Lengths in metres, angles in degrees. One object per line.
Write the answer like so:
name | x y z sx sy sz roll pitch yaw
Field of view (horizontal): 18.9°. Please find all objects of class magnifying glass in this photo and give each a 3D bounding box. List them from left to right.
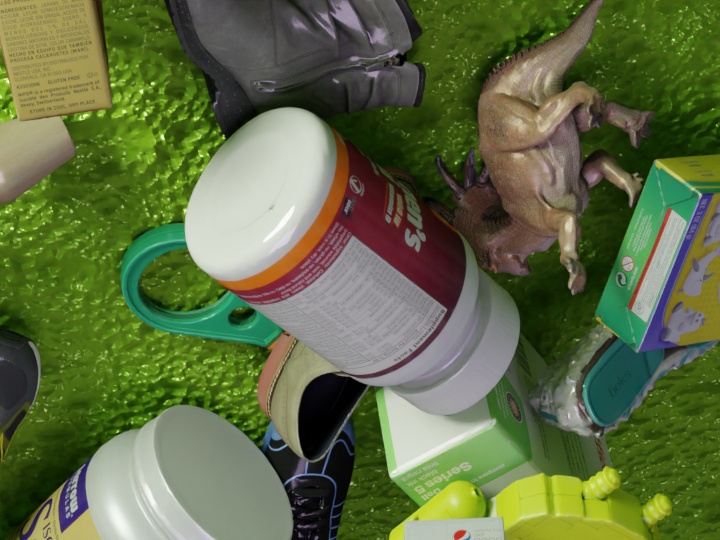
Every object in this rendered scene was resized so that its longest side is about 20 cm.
magnifying glass | -0.071 0.030 1.413 0.199 0.022 0.080 32 118 -31

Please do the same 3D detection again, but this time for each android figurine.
android figurine | 0.111 0.188 1.376 0.181 0.041 0.200 27 130 -28

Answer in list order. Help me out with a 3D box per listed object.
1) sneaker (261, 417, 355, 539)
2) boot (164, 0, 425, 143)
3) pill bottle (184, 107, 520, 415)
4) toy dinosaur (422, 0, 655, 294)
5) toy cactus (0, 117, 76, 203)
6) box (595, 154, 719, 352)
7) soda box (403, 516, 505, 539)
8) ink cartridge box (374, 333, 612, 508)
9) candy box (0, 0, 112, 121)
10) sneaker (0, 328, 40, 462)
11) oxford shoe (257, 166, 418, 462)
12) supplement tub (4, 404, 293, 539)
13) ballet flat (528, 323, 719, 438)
sneaker | -0.041 0.179 1.513 0.070 0.078 0.201 2 132 -13
boot | -0.040 -0.152 1.230 0.130 0.068 0.200 -21 140 2
pill bottle | 0.000 0.000 1.266 0.109 0.110 0.200 -36 130 21
toy dinosaur | 0.099 -0.071 1.320 0.086 0.135 0.201 -24 123 -47
toy cactus | -0.249 -0.048 1.272 0.164 0.102 0.201 -27 132 -12
box | 0.247 -0.016 1.363 0.199 0.048 0.118 -9 127 -41
soda box | 0.062 0.239 1.351 0.063 0.068 0.201 -2 138 1
ink cartridge box | 0.094 0.117 1.438 0.084 0.146 0.200 -28 131 17
candy box | -0.173 -0.193 1.121 0.056 0.117 0.201 -8 132 -4
sneaker | -0.259 0.123 1.413 0.074 0.085 0.201 13 128 -23
oxford shoe | -0.003 0.031 1.375 0.070 0.075 0.201 7 118 -26
supplement tub | -0.155 0.199 1.463 0.145 0.146 0.200 30 120 -32
ballet flat | 0.179 0.040 1.409 0.200 0.072 0.072 -35 145 -36
